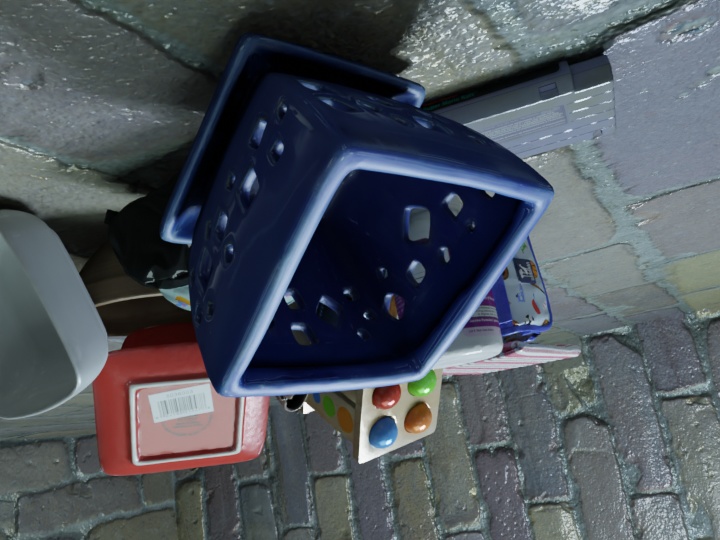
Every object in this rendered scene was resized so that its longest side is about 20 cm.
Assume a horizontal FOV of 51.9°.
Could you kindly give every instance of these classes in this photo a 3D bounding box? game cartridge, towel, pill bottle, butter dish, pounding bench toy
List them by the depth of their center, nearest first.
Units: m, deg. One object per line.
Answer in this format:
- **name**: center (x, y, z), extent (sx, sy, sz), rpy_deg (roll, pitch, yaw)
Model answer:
- **game cartridge**: center (0.130, -0.133, 0.680), extent (0.199, 0.039, 0.130), rpy_deg (-14, 162, 17)
- **pill bottle**: center (0.091, 0.007, 0.854), extent (0.112, 0.201, 0.112), rpy_deg (-9, 166, -2)
- **butter dish**: center (-0.219, 0.134, 0.906), extent (0.199, 0.148, 0.200), rpy_deg (-2, 125, -18)
- **pounding bench toy**: center (0.045, 0.134, 0.953), extent (0.199, 0.125, 0.156), rpy_deg (-14, -152, -35)
- **towel**: center (0.195, 0.124, 1.072), extent (0.146, 0.030, 0.200), rpy_deg (6, 162, -43)

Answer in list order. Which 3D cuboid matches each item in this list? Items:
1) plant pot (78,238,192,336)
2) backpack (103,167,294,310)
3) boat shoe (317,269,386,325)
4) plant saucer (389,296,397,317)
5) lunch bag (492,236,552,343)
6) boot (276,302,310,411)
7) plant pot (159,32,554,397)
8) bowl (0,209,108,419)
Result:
- **plant pot**: center (-0.244, 0.010, 0.857), extent (0.200, 0.093, 0.201), rpy_deg (-9, 167, -2)
- **backpack**: center (-0.121, -0.028, 0.724), extent (0.166, 0.127, 0.200), rpy_deg (-20, 166, 24)
- **boat shoe**: center (-0.012, 0.007, 0.822), extent (0.084, 0.201, 0.069), rpy_deg (10, -167, -5)
- **plant saucer**: center (-0.046, 0.060, 1.089), extent (0.199, 0.200, 0.038), rpy_deg (-11, 124, 3)
- **lunch bag**: center (0.191, 0.020, 1.040), extent (0.123, 0.171, 0.200), rpy_deg (-14, 167, 7)
- **boot**: center (-0.085, 0.071, 0.874), extent (0.070, 0.146, 0.200), rpy_deg (-16, 151, -22)
- **plant pot**: center (-0.020, -0.043, 0.534), extent (0.200, 0.180, 0.200), rpy_deg (2, 130, -42)
- **bowl**: center (-0.345, 0.042, 0.750), extent (0.200, 0.200, 0.075), rpy_deg (-21, -172, 36)
